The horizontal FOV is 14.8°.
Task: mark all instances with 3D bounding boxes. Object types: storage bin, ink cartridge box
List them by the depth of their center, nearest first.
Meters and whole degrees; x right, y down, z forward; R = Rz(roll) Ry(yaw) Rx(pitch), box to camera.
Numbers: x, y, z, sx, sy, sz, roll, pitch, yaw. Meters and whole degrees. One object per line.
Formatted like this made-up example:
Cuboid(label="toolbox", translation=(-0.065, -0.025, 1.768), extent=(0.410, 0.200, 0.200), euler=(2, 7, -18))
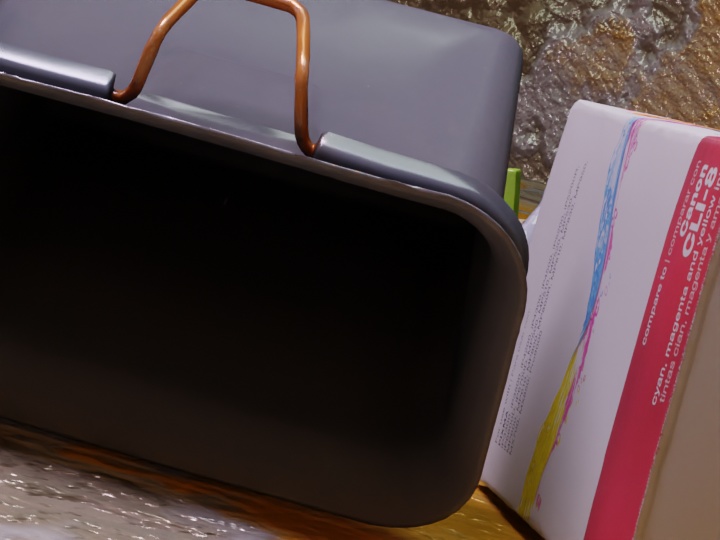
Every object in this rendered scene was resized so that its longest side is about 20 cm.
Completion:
Cuboid(label="storage bin", translation=(-0.040, -0.035, 0.854), extent=(0.199, 0.146, 0.135), euler=(15, 37, 3))
Cuboid(label="ink cartridge box", translation=(0.139, 0.035, 0.904), extent=(0.144, 0.146, 0.200), euler=(14, 5, -13))

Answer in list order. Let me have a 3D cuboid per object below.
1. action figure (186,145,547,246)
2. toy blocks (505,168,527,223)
Cuboid(label="action figure", translation=(0.007, 0.012, 0.993), extent=(0.200, 0.134, 0.149), euler=(39, 33, -18))
Cuboid(label="toy blocks", translation=(0.000, 0.000, 1.250), extent=(0.136, 0.101, 0.200), euler=(4, 4, 8))
